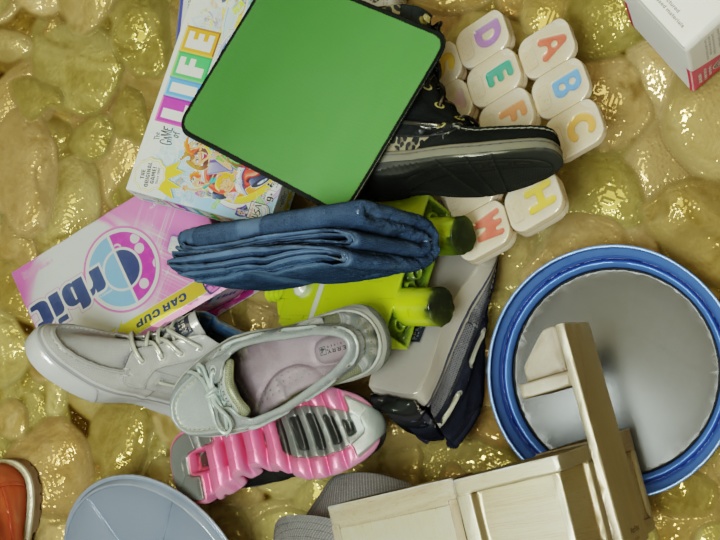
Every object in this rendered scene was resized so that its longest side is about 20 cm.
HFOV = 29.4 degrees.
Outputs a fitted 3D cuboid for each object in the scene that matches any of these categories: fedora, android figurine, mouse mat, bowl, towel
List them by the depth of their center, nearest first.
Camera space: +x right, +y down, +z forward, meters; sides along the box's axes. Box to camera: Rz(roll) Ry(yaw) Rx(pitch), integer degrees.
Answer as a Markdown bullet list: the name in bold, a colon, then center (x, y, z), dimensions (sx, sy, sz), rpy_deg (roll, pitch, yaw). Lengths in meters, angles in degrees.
- **towel**: center (-0.044, -0.013, 1.053), dimensions (0.199, 0.111, 0.049), rpy_deg (-8, 78, 41)
- **mouse mat**: center (-0.042, -0.146, 1.081), dimensions (0.199, 0.008, 0.162), rpy_deg (29, 86, 34)
- **fedora**: center (0.029, 0.228, 1.091), dimensions (0.199, 0.177, 0.091), rpy_deg (32, 59, -6)
- **bowl**: center (0.202, 0.081, 1.095), dimensions (0.199, 0.039, 0.202), rpy_deg (-1, 85, 16)
- **android figurine**: center (0.000, 0.000, 1.115), dimensions (0.199, 0.041, 0.183), rpy_deg (2, 66, 44)

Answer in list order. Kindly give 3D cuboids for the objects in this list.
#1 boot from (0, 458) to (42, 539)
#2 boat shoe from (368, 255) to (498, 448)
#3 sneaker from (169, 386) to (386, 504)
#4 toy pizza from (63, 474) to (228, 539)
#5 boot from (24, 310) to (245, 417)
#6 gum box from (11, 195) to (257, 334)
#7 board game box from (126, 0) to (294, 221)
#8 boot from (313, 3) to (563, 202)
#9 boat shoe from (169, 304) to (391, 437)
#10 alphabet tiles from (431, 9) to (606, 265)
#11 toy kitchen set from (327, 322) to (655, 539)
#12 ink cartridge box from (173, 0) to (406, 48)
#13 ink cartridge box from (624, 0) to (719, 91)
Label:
- **boot**: center (-0.333, 0.269, 1.198), dimensions (0.074, 0.107, 0.202), rpy_deg (-3, 86, 14)
- **boat shoe**: center (0.076, 0.049, 1.124), dimensions (0.074, 0.093, 0.201), rpy_deg (8, 60, 38)
- **sneaker**: center (-0.058, 0.141, 1.131), dimensions (0.199, 0.095, 0.080), rpy_deg (-15, 76, 28)
- **toy pizza**: center (-0.169, 0.263, 1.164), dimensions (0.199, 0.032, 0.202), rpy_deg (11, 112, 27)
- **boot**: center (-0.169, 0.062, 1.124), dimensions (0.096, 0.199, 0.074), rpy_deg (-47, 47, 22)
- **gum box**: center (-0.199, 0.011, 1.201), dimensions (0.199, 0.066, 0.114), rpy_deg (-30, 77, 12)
- **board game box**: center (-0.100, -0.141, 1.144), dimensions (0.134, 0.034, 0.201), rpy_deg (15, 82, 18)
- **boot**: center (0.059, -0.137, 1.066), dimensions (0.202, 0.073, 0.155), rpy_deg (-4, 67, 24)
- **boat shoe**: center (-0.073, 0.080, 1.049), dimensions (0.201, 0.065, 0.075), rpy_deg (-20, 86, 27)
- **alphabet tiles**: center (0.100, -0.110, 1.110), dimensions (0.195, 0.015, 0.201), rpy_deg (-29, 58, 28)
- **toy kitchen set**: center (0.095, 0.139, 1.004), dimensions (0.179, 0.200, 0.164), rpy_deg (-17, 81, 24)
- **ink cartridge box**: center (-0.063, -0.187, 1.188), dimensions (0.198, 0.047, 0.199), rpy_deg (3, 82, 19)
- **ink cartridge box**: center (0.300, -0.245, 1.040), dimensions (0.200, 0.145, 0.084), rpy_deg (-41, 76, 9)
